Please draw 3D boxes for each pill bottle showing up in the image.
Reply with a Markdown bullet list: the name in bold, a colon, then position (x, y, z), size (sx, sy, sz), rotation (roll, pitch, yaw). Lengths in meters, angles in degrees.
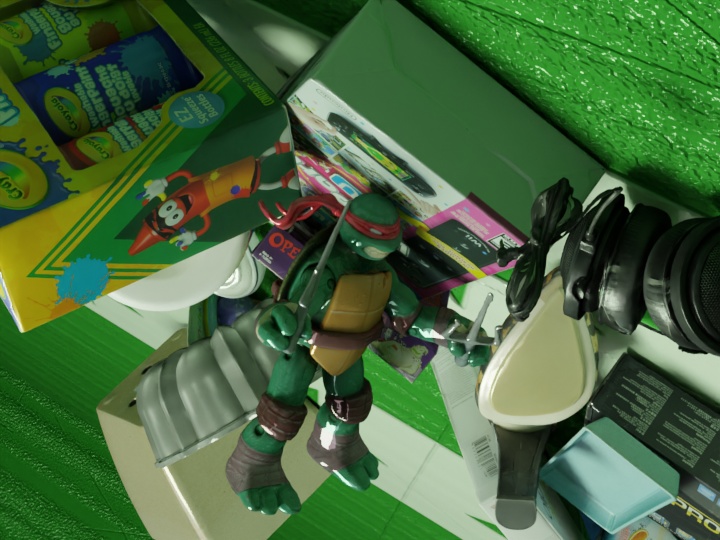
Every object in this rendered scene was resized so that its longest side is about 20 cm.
- **pill bottle**: position (-0.117, -0.049, 1.073), size (0.112, 0.112, 0.200), rotation (38, -170, -8)

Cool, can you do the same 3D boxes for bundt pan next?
- **bundt pan**: position (-0.096, 0.077, 1.370), size (0.076, 0.201, 0.202), rotation (59, 164, 0)

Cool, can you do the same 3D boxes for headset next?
- **headset**: position (0.139, 0.013, 0.807), size (0.123, 0.095, 0.200), rotation (14, 167, 44)

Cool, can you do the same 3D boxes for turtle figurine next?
- **turtle figurine**: position (-0.005, 0.033, 0.899), size (0.149, 0.201, 0.101), rotation (1, -144, -28)

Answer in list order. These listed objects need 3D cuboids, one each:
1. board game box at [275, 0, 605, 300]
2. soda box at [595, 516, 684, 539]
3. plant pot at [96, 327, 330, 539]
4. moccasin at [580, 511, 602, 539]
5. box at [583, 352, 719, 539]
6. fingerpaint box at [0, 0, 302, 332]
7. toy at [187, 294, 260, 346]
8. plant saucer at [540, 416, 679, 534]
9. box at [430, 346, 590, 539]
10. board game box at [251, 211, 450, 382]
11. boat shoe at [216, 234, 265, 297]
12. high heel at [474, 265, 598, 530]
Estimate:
- **board game box**: position (0.023, -0.059, 0.917), size (0.147, 0.064, 0.200), rotation (38, 166, -8)
- **soda box**: position (0.231, 0.227, 1.165), size (0.068, 0.064, 0.200), rotation (26, -170, -21)
- **plant pot**: position (-0.164, 0.176, 1.822), size (0.199, 0.200, 0.178), rotation (10, 138, 58)
- **moccasin**: position (0.220, 0.242, 1.342), size (0.199, 0.081, 0.068), rotation (29, 152, 27)
- **box**: position (0.236, 0.146, 1.086), size (0.199, 0.049, 0.161), rotation (34, 164, 16)
- **fingerpaint box**: position (-0.152, -0.080, 0.916), size (0.200, 0.166, 0.074), rotation (49, 157, 43)
- **toy**: position (-0.103, 0.062, 1.539), size (0.047, 0.116, 0.200), rotation (-11, 146, 10)
- **plant saucer**: position (0.160, 0.135, 1.105), size (0.070, 0.019, 0.200), rotation (38, 166, 7)
- **box**: position (0.119, 0.153, 1.248), size (0.200, 0.036, 0.145), rotation (53, -166, -47)
- **board game box**: position (0.000, 0.000, 1.048), size (0.120, 0.032, 0.200), rotation (42, -169, -4)
- **boat shoe**: position (-0.158, -0.041, 1.282), size (0.074, 0.086, 0.202), rotation (-36, 106, 28)
- **high heel**: position (0.112, 0.047, 1.083), size (0.071, 0.143, 0.201), rotation (9, 127, 2)
